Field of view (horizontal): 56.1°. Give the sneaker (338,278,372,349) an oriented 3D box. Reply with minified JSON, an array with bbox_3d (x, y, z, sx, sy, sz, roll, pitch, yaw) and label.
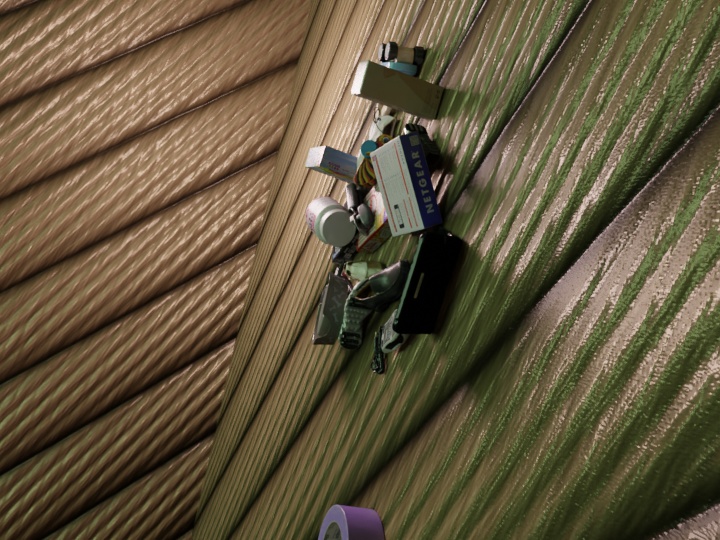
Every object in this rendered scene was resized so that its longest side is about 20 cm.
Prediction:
[{"bbox_3d":[-0.011,0.100,1.730,0.082,0.074,0.203,-92,20,-61],"label":"sneaker"}]

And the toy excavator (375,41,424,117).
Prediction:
[{"bbox_3d":[0.087,-0.507,1.840,0.194,0.098,0.205,-136,53,-70],"label":"toy excavator"}]

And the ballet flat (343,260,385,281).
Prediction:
[{"bbox_3d":[0.000,0.000,1.761,0.200,0.071,0.069,-160,82,-71],"label":"ballet flat"}]

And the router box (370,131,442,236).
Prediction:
[{"bbox_3d":[0.098,-0.185,1.497,0.179,0.048,0.204,174,80,-70],"label":"router box"}]

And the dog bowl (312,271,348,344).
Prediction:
[{"bbox_3d":[-0.081,0.108,1.833,0.200,0.057,0.205,-166,89,-84],"label":"dog bowl"}]

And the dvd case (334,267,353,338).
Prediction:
[{"bbox_3d":[-0.063,0.091,1.966,0.200,0.022,0.149,-129,54,-66],"label":"dvd case"}]

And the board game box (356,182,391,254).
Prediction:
[{"bbox_3d":[0.052,-0.151,1.751,0.200,0.045,0.155,136,144,-59],"label":"board game box"}]

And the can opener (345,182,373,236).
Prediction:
[{"bbox_3d":[0.002,-0.169,1.788,0.066,0.053,0.202,-31,37,19],"label":"can opener"}]

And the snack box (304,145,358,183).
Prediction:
[{"bbox_3d":[-0.062,-0.311,2.009,0.200,0.166,0.069,-152,81,-72],"label":"snack box"}]

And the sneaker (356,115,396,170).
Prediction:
[{"bbox_3d":[0.050,-0.330,1.858,0.088,0.074,0.204,14,90,60],"label":"sneaker"}]

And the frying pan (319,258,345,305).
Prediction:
[{"bbox_3d":[-0.085,0.067,1.978,0.191,0.030,0.117,117,157,-44],"label":"frying pan"}]

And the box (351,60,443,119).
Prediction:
[{"bbox_3d":[0.086,-0.425,1.598,0.095,0.196,0.079,-137,63,-69],"label":"box"}]

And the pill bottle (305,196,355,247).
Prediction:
[{"bbox_3d":[-0.082,-0.134,1.873,0.200,0.111,0.116,-137,62,-69],"label":"pill bottle"}]

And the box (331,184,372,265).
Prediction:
[{"bbox_3d":[-0.022,-0.130,1.951,0.200,0.049,0.161,131,146,-55],"label":"box"}]

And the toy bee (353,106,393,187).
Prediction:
[{"bbox_3d":[0.055,-0.310,1.755,0.130,0.107,0.204,-27,-50,-58],"label":"toy bee"}]

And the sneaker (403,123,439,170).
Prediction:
[{"bbox_3d":[0.130,-0.250,1.574,0.202,0.073,0.117,-94,16,-53],"label":"sneaker"}]

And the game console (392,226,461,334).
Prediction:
[{"bbox_3d":[0.116,0.013,1.354,0.115,0.174,0.204,26,104,42],"label":"game console"}]

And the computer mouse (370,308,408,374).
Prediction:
[{"bbox_3d":[0.073,0.149,1.496,0.200,0.043,0.112,124,158,-59],"label":"computer mouse"}]

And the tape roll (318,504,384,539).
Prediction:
[{"bbox_3d":[-0.025,0.599,1.406,0.200,0.083,0.204,-166,90,-73],"label":"tape roll"}]

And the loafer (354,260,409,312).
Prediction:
[{"bbox_3d":[0.052,0.035,1.582,0.201,0.071,0.074,127,152,-49],"label":"loafer"}]
